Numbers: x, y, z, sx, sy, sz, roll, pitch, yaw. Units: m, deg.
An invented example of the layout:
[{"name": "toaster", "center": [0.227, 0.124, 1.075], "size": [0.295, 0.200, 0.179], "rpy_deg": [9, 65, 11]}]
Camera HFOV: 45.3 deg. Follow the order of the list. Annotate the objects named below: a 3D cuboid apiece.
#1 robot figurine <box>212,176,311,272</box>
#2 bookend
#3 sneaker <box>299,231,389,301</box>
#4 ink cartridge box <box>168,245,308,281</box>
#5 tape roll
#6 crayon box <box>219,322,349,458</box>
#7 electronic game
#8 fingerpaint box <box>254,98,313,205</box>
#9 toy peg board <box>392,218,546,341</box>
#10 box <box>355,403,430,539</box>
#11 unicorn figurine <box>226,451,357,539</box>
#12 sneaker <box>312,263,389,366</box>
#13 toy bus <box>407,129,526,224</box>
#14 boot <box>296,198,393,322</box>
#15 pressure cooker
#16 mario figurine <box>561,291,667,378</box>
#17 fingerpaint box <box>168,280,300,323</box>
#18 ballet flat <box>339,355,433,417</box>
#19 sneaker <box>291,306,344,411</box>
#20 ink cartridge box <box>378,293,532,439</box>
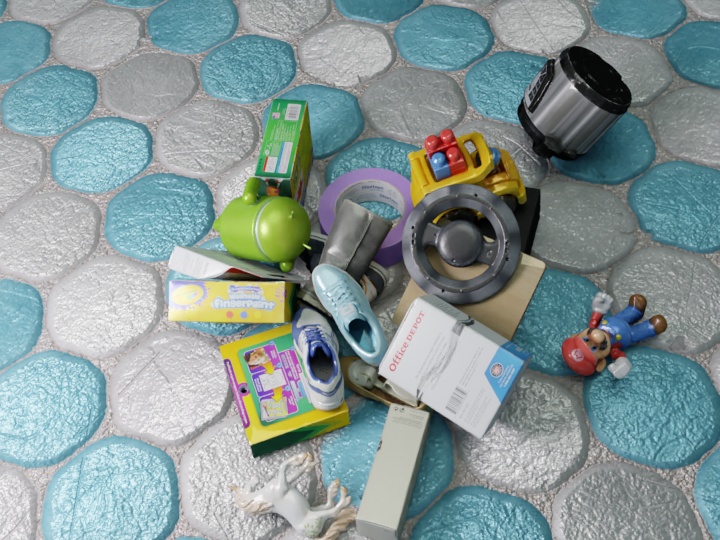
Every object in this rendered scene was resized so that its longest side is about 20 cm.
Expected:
[{"name": "robot figurine", "center": [-0.172, -0.075, 1.542], "size": [0.199, 0.176, 0.116], "rpy_deg": [6, 42, 43]}, {"name": "bookend", "center": [0.218, -0.062, 1.604], "size": [0.197, 0.092, 0.201], "rpy_deg": [10, 61, 17]}, {"name": "sneaker", "center": [-0.051, -0.003, 1.593], "size": [0.199, 0.079, 0.080], "rpy_deg": [24, 55, 18]}, {"name": "ink cartridge box", "center": [-0.214, 0.007, 1.538], "size": [0.199, 0.162, 0.057], "rpy_deg": [23, 98, 27]}, {"name": "tape roll", "center": [0.020, -0.102, 1.664], "size": [0.199, 0.066, 0.201], "rpy_deg": [-3, 56, 4]}, {"name": "crayon box", "center": [-0.131, 0.195, 1.473], "size": [0.171, 0.058, 0.201], "rpy_deg": [-17, 56, -11]}, {"name": "electronic game", "center": [0.167, -0.044, 1.440], "size": [0.199, 0.042, 0.202], "rpy_deg": [0, 89, 12]}, {"name": "fingerpaint box", "center": [-0.146, -0.201, 1.673], "size": [0.073, 0.167, 0.201], "rpy_deg": [5, 57, 5]}, {"name": "toy peg board", "center": [0.192, 0.046, 1.492], "size": [0.199, 0.098, 0.200], "rpy_deg": [25, 88, 19]}, {"name": "box", "center": [0.054, 0.319, 1.361], "size": [0.068, 0.082, 0.201], "rpy_deg": [13, 56, 12]}, {"name": "unicorn figurine", "center": [-0.108, 0.353, 1.347], "size": [0.200, 0.074, 0.137], "rpy_deg": [41, 86, 18]}, {"name": "sneaker", "center": [-0.015, 0.065, 1.433], "size": [0.074, 0.082, 0.200], "rpy_deg": [-37, 79, -4]}, {"name": "toy bus", "center": [0.181, -0.177, 1.514], "size": [0.199, 0.192, 0.136], "rpy_deg": [-18, 56, 0]}, {"name": "boot", "center": [0.001, 0.000, 1.519], "size": [0.181, 0.073, 0.201], "rpy_deg": [33, 79, -8]}, {"name": "pressure cooker", "center": [0.409, -0.315, 1.704], "size": [0.175, 0.200, 0.179], "rpy_deg": [-7, 59, -40]}, {"name": "mario figurine", "center": [0.427, 0.106, 1.460], "size": [0.199, 0.107, 0.123], "rpy_deg": [-27, 23, -22]}, {"name": "fingerpaint box", "center": [-0.215, 0.055, 1.508], "size": [0.198, 0.167, 0.074], "rpy_deg": [1, 88, 4]}, {"name": "ballet flat", "center": [0.038, 0.188, 1.462], "size": [0.199, 0.063, 0.069], "rpy_deg": [25, 64, 20]}, {"name": "sneaker", "center": [-0.066, 0.129, 1.430], "size": [0.075, 0.088, 0.201], "rpy_deg": [-13, 53, -11]}, {"name": "ink cartridge box", "center": [0.152, 0.150, 1.391], "size": [0.199, 0.084, 0.146], "rpy_deg": [31, 105, 17]}]
